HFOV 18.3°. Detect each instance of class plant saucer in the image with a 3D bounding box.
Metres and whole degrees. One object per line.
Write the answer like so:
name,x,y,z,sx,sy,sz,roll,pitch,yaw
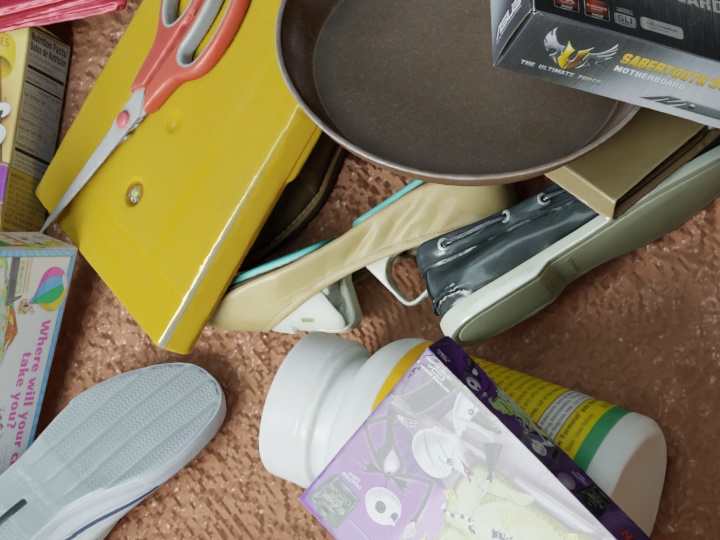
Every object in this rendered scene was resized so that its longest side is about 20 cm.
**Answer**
plant saucer,0.056,-0.114,1.158,0.200,0.035,0.201,-1,53,1

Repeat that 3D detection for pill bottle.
pill bottle,0.051,0.102,1.188,0.200,0.113,0.113,18,87,23

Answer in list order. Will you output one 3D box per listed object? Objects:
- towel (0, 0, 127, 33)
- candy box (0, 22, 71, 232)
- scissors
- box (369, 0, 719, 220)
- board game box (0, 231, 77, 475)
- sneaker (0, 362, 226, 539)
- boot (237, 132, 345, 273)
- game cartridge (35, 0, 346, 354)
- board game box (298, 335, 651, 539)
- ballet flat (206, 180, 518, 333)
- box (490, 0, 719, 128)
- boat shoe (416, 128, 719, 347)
towel,-0.204,-0.232,1.372,0.144,0.022,0.201,-10,60,16
candy box,-0.253,-0.051,1.370,0.116,0.056,0.201,3,79,23
scissors,-0.125,-0.092,1.278,0.073,0.014,0.200,41,105,44
box,0.114,-0.127,1.203,0.163,0.021,0.200,-38,60,-25
board game box,-0.236,0.078,1.271,0.034,0.134,0.201,20,101,31
sneaker,-0.163,0.127,1.295,0.200,0.071,0.073,-34,64,-10
boot,-0.041,-0.086,1.282,0.074,0.075,0.200,41,97,21
game cartridge,-0.096,-0.080,1.277,0.200,0.032,0.176,-57,44,14
board game box,0.074,0.144,1.106,0.200,0.032,0.120,45,123,11
ballet flat,0.000,0.000,1.255,0.200,0.069,0.063,-29,85,16
box,0.163,-0.152,1.135,0.048,0.199,0.159,127,152,-50
boat shoe,0.118,-0.036,1.199,0.199,0.075,0.066,-33,69,3
